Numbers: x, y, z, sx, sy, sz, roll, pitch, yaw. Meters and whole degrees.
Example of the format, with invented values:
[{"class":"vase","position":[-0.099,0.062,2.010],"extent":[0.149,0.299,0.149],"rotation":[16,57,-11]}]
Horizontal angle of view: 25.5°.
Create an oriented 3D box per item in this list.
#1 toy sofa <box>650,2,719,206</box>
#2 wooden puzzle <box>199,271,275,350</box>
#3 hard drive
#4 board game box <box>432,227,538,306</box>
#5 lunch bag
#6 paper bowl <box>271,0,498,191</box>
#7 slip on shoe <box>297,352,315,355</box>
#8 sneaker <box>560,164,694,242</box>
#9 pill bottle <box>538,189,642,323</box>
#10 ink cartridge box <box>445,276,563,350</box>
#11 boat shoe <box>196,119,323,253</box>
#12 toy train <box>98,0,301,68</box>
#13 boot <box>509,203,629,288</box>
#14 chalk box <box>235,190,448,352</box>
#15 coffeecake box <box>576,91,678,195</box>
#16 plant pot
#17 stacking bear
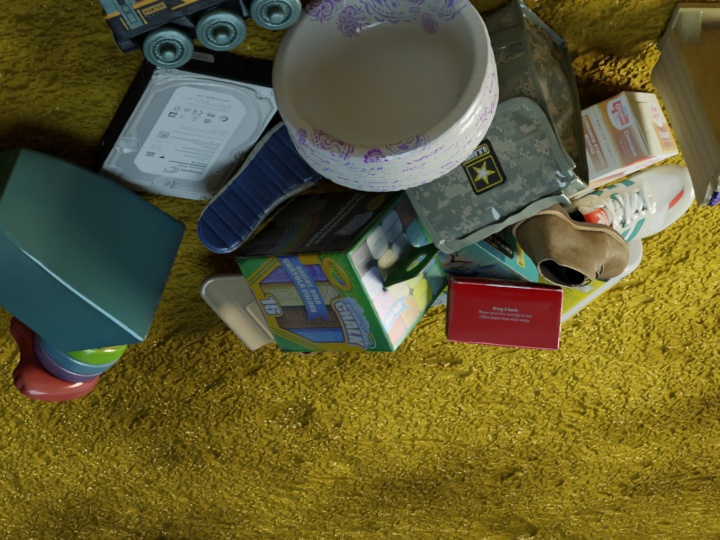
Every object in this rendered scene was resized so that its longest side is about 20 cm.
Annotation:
[{"class":"toy sofa","position":[0.356,-0.161,1.547],"extent":[0.083,0.200,0.098],"rotation":[-2,142,-13]},{"class":"wooden puzzle","position":[-0.065,0.036,1.864],"extent":[0.199,0.037,0.185],"rotation":[-8,152,15]},{"class":"hard drive","position":[-0.173,-0.144,1.589],"extent":[0.139,0.038,0.200],"rotation":[9,146,-26]},{"class":"board game box","position":[0.080,-0.025,1.741],"extent":[0.151,0.047,0.200],"rotation":[-13,151,36]},{"class":"lunch bag","position":[0.125,-0.131,1.533],"extent":[0.164,0.201,0.117],"rotation":[-26,146,27]},{"class":"paper bowl","position":[0.026,-0.163,1.451],"extent":[0.200,0.201,0.104],"rotation":[-13,151,5]},{"class":"slip on shoe","position":[-0.009,0.038,1.760],"extent":[0.200,0.061,0.076],"rotation":[-24,145,38]},{"class":"sneaker","position":[0.267,-0.055,1.686],"extent":[0.199,0.071,0.093],"rotation":[-20,-175,6]},{"class":"pill bottle","position":[0.225,0.001,1.861],"extent":[0.114,0.115,0.200],"rotation":[13,142,-33]},{"class":"ink cartridge box","position":[0.147,0.043,1.650],"extent":[0.116,0.068,0.200],"rotation":[4,-179,3]},{"class":"boat shoe","position":[-0.089,-0.101,1.634],"extent":[0.200,0.072,0.072],"rotation":[-40,-174,5]},{"class":"toy train","position":[-0.137,-0.252,1.383],"extent":[0.199,0.085,0.114],"rotation":[-18,139,13]},{"class":"boot","position":[0.218,-0.009,1.601],"extent":[0.074,0.076,0.200],"rotation":[-33,152,26]},{"class":"chalk box","position":[0.000,0.000,1.605],"extent":[0.200,0.124,0.124],"rotation":[-1,124,40]},{"class":"coffeecake box","position":[0.213,-0.113,1.649],"extent":[0.200,0.073,0.153],"rotation":[-24,176,22]},{"class":"plant pot","position":[-0.311,-0.029,1.615],"extent":[0.141,0.142,0.200],"rotation":[-8,145,41]},{"class":"stacking bear","position":[-0.306,0.048,1.808],"extent":[0.113,0.122,0.200],"rotation":[15,134,-31]}]
